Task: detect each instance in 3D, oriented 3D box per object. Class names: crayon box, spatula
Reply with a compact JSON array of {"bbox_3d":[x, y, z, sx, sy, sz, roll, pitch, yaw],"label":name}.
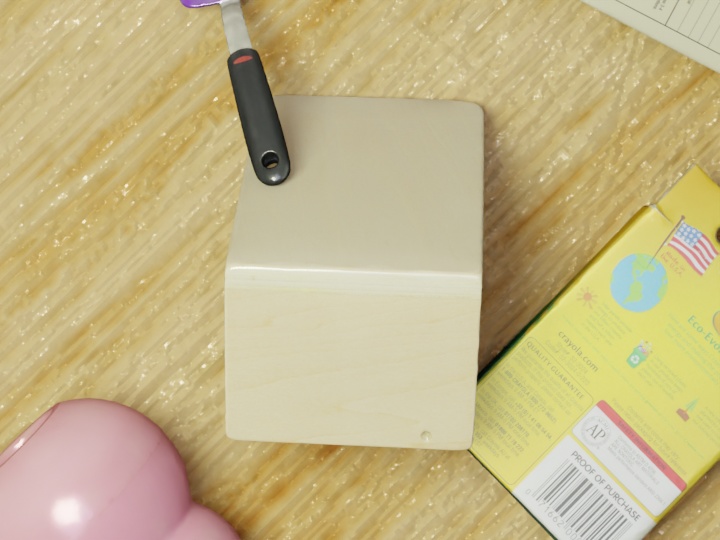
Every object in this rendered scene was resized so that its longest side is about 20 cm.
[{"bbox_3d":[0.155,0.055,1.300,0.200,0.051,0.127,-45,90,1],"label":"crayon box"},{"bbox_3d":[-0.066,-0.124,1.275,0.056,0.021,0.201,-16,53,2],"label":"spatula"}]

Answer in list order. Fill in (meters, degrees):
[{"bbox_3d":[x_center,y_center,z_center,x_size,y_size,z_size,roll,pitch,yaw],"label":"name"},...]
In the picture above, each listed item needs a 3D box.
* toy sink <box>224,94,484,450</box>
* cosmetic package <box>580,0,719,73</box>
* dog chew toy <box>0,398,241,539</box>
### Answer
[{"bbox_3d":[0.000,0.000,1.261,0.129,0.200,0.113,2,120,1],"label":"toy sink"},{"bbox_3d":[0.182,-0.178,1.271,0.199,0.071,0.106,29,120,0],"label":"cosmetic package"},{"bbox_3d":[-0.117,0.165,1.275,0.124,0.125,0.200,-44,97,1],"label":"dog chew toy"}]
